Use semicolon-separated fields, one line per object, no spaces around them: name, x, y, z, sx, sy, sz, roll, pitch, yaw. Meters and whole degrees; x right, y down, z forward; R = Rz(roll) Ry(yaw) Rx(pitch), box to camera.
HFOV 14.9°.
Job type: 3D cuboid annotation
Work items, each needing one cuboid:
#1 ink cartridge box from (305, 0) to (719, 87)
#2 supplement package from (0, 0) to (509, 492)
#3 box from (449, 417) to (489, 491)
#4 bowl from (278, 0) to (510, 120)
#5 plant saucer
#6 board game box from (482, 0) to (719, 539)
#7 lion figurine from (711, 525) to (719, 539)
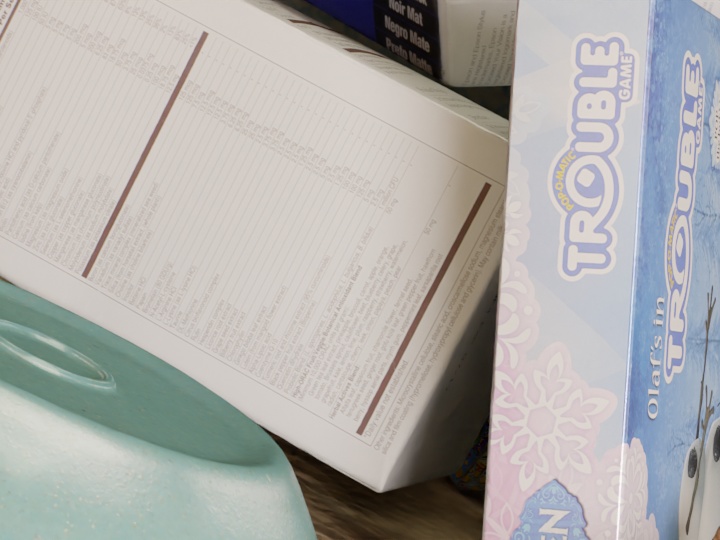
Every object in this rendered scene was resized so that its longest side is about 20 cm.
ink cartridge box;0.010;-0.115;0.966;0.200;0.041;0.200;-2;25;-37
supplement package;-0.041;-0.029;0.865;0.200;0.114;0.110;29;6;13
box;0.130;-0.009;1.118;0.200;0.193;0.122;13;32;-46
bowl;-0.011;-0.010;1.016;0.200;0.200;0.108;28;-35;13
plant saucer;-0.091;0.036;0.742;0.200;0.036;0.200;26;5;-3
board game box;0.087;0.025;0.821;0.043;0.200;0.199;3;-2;20
lion figurine;0.134;0.134;0.700;0.200;0.073;0.123;29;12;-14
